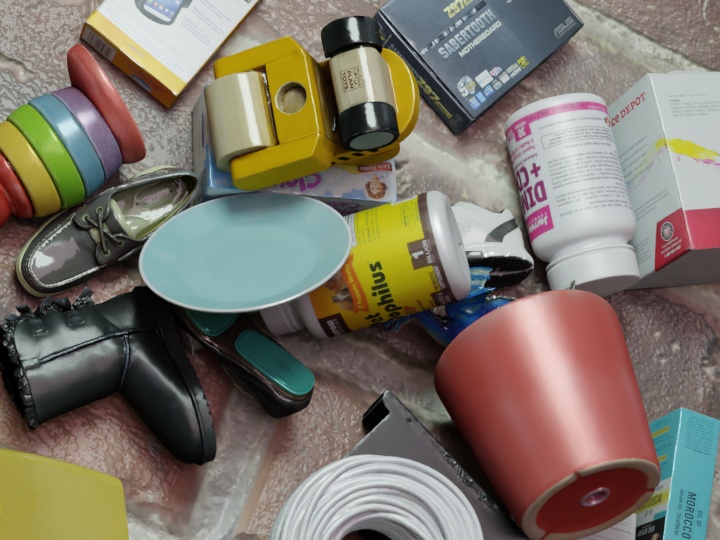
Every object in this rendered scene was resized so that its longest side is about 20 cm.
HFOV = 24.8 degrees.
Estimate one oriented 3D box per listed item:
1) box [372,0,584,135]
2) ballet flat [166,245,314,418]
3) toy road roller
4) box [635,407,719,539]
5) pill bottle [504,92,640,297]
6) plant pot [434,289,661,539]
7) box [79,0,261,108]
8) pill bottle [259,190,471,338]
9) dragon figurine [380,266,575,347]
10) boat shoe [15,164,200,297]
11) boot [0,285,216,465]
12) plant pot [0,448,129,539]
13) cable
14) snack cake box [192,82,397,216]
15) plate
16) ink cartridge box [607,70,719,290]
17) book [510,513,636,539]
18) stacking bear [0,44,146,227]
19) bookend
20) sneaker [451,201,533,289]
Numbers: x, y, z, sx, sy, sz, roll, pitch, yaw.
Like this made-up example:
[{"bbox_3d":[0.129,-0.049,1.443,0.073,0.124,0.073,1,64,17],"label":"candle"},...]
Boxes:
[{"bbox_3d":[0.126,-0.267,1.795,0.200,0.051,0.158,-40,88,-27],"label":"box"},{"bbox_3d":[-0.130,0.067,1.565,0.200,0.068,0.068,47,46,6],"label":"ballet flat"},{"bbox_3d":[-0.039,-0.150,1.595,0.199,0.146,0.124,-15,74,13],"label":"toy road roller"},{"bbox_3d":[0.315,0.249,1.671,0.049,0.082,0.201,19,66,-12],"label":"box"},{"bbox_3d":[0.227,-0.075,1.732,0.113,0.113,0.201,-6,74,-22],"label":"pill bottle"},{"bbox_3d":[0.189,0.147,1.565,0.199,0.201,0.178,-6,52,-22],"label":"plant pot"},{"bbox_3d":[-0.182,-0.276,1.688,0.119,0.041,0.200,39,61,-4],"label":"box"},{"bbox_3d":[0.000,0.000,1.585,0.199,0.109,0.110,-16,76,10],"label":"pill bottle"},{"bbox_3d":[0.116,0.035,1.645,0.199,0.059,0.100,-25,111,9],"label":"dragon figurine"},{"bbox_3d":[-0.239,-0.045,1.567,0.200,0.066,0.072,-34,97,-27],"label":"boat shoe"},{"bbox_3d":[-0.238,0.108,1.515,0.162,0.073,0.199,-15,71,-27],"label":"boot"},{"bbox_3d":[-0.298,0.259,1.383,0.175,0.200,0.201,1,71,-33],"label":"plant pot"},{"bbox_3d":[0.013,0.267,1.459,0.199,0.069,0.201,-6,72,-16],"label":"cable"},{"bbox_3d":[-0.067,-0.116,1.659,0.199,0.067,0.116,4,69,-20],"label":"snack cake box"},{"bbox_3d":[-0.105,-0.011,1.519,0.199,0.026,0.201,-5,33,3],"label":"plate"},{"bbox_3d":[0.357,-0.098,1.771,0.144,0.145,0.201,-4,74,-22],"label":"ink cartridge box"},{"bbox_3d":[0.202,0.320,1.615,0.133,0.048,0.201,20,64,-21],"label":"book"},{"bbox_3d":[-0.313,-0.100,1.542,0.199,0.122,0.114,-34,72,-17],"label":"stacking bear"},{"bbox_3d":[0.018,0.258,1.549,0.199,0.092,0.200,46,67,4],"label":"bookend"},{"bbox_3d":[0.080,-0.032,1.695,0.199,0.074,0.080,7,53,-22],"label":"sneaker"}]
